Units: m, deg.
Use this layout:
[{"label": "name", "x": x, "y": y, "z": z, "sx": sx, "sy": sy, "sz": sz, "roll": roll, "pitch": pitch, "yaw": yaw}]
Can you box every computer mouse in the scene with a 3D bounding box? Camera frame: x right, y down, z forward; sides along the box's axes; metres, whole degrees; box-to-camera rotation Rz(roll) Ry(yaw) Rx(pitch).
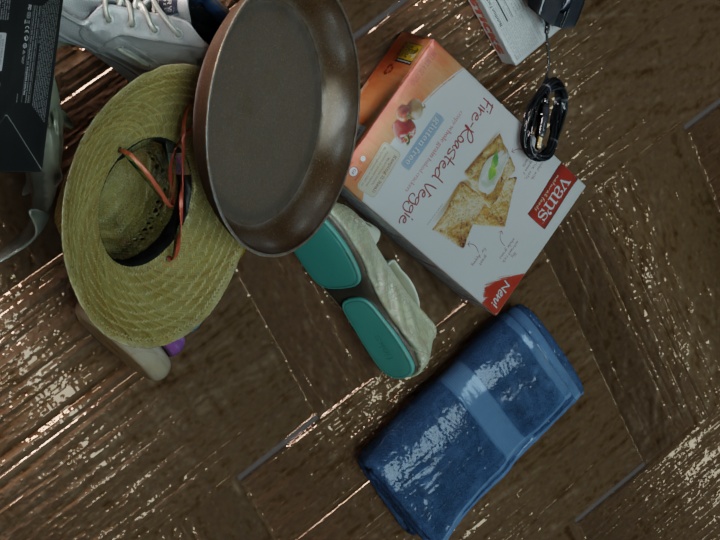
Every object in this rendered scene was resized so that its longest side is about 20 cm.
[{"label": "computer mouse", "x": 0.157, "y": -0.187, "z": 1.323, "sx": 0.058, "sy": 0.034, "sz": 0.203, "roll": 5, "pitch": 88, "yaw": -43}]

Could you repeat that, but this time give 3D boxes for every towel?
[{"label": "towel", "x": 0.095, "y": 0.131, "z": 1.406, "sx": 0.200, "sy": 0.048, "sz": 0.112, "roll": -43, "pitch": 117, "yaw": -12}]

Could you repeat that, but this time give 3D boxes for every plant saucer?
[{"label": "plant saucer", "x": -0.062, "y": -0.112, "z": 1.179, "sx": 0.200, "sy": 0.032, "sz": 0.203, "roll": -29, "pitch": 124, "yaw": -55}]

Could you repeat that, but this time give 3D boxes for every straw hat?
[{"label": "straw hat", "x": -0.164, "y": -0.050, "z": 1.158, "sx": 0.200, "sy": 0.084, "sz": 0.204, "roll": -19, "pitch": 114, "yaw": -51}]

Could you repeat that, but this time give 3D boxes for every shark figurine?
[{"label": "shark figurine", "x": -0.247, "y": -0.104, "z": 1.142, "sx": 0.088, "sy": 0.128, "sz": 0.217, "roll": -11, "pitch": 86, "yaw": 16}]

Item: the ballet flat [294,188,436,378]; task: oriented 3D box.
[{"label": "ballet flat", "x": 0.000, "y": 0.000, "z": 1.325, "sx": 0.063, "sy": 0.067, "sz": 0.201, "roll": -56, "pitch": 128, "yaw": -37}]

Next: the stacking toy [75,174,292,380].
[{"label": "stacking toy", "x": -0.121, "y": -0.019, "z": 1.239, "sx": 0.085, "sy": 0.085, "sz": 0.201, "roll": 45, "pitch": 75, "yaw": -29}]

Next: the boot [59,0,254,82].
[{"label": "boot", "x": -0.157, "y": -0.184, "z": 1.131, "sx": 0.199, "sy": 0.095, "sz": 0.075, "roll": 25, "pitch": 61, "yaw": -52}]

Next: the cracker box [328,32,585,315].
[{"label": "cracker box", "x": 0.073, "y": -0.076, "z": 1.335, "sx": 0.200, "sy": 0.058, "sz": 0.135, "roll": 39, "pitch": 84, "yaw": -30}]

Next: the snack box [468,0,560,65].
[{"label": "snack box", "x": 0.100, "y": -0.266, "z": 1.320, "sx": 0.072, "sy": 0.024, "sz": 0.201, "roll": -39, "pitch": 117, "yaw": -13}]

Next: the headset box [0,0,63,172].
[{"label": "headset box", "x": -0.285, "y": -0.154, "z": 1.052, "sx": 0.075, "sy": 0.198, "sz": 0.151, "roll": -4, "pitch": 106, "yaw": -53}]
